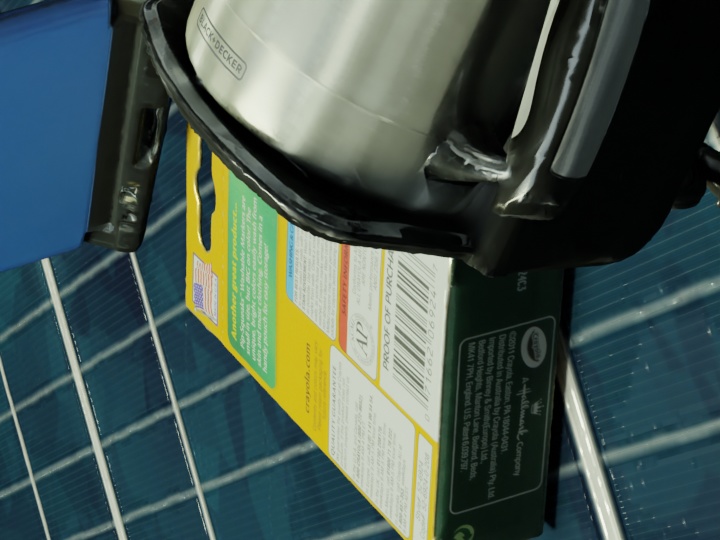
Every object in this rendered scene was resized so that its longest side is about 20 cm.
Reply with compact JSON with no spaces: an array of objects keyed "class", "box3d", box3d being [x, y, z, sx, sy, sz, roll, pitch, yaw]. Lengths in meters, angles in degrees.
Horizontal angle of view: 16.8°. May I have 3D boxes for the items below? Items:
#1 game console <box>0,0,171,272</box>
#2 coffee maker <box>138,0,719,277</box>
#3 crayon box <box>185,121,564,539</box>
[{"class":"game console","box3d":[-0.128,-0.087,0.939,0.200,0.117,0.172,112,169,-63]},{"class":"coffee maker","box3d":[0.061,-0.115,0.613,0.134,0.192,0.201,39,118,20]},{"class":"crayon box","box3d":[0.000,0.000,0.897,0.200,0.051,0.127,42,138,49]}]
